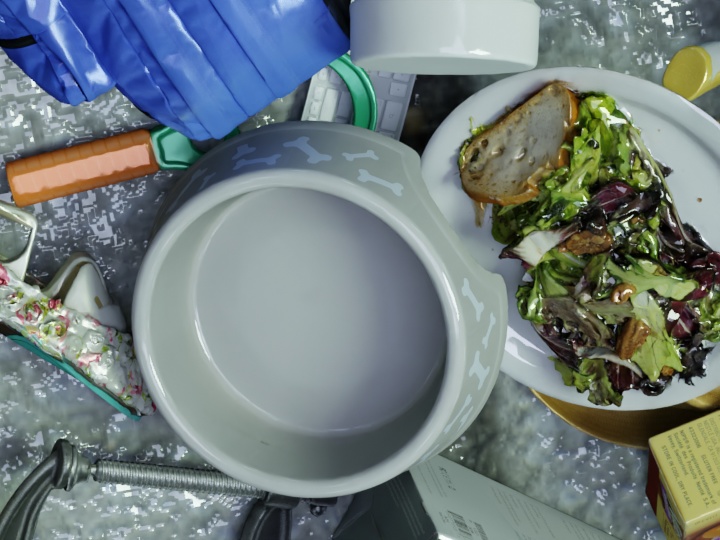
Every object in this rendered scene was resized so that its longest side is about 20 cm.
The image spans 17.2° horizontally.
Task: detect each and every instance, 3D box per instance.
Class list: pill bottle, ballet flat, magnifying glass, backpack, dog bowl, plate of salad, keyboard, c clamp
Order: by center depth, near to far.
[{"bbox_3d":[0.042,-0.196,1.126,0.114,0.114,0.200,1,89,-9],"label":"pill bottle"},{"bbox_3d":[-0.109,-0.161,1.172,0.168,0.163,0.200,-36,120,8],"label":"backpack"},{"bbox_3d":[0.116,-0.009,1.210,0.200,0.048,0.200,10,122,17],"label":"plate of salad"},{"bbox_3d":[-0.026,0.026,1.222,0.200,0.059,0.200,5,109,14],"label":"dog bowl"},{"bbox_3d":[-0.178,0.006,1.253,0.200,0.076,0.064,34,91,-18],"label":"ballet flat"},{"bbox_3d":[-0.089,-0.070,1.265,0.200,0.022,0.080,-15,106,-2],"label":"magnifying glass"},{"bbox_3d":[-0.009,-0.064,1.289,0.056,0.011,0.200,12,104,-12],"label":"keyboard"},{"bbox_3d":[-0.106,0.134,1.313,0.200,0.027,0.171,3,116,-22],"label":"c clamp"}]

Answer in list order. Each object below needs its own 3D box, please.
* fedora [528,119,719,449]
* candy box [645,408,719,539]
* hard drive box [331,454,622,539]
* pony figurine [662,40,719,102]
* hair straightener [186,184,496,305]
[{"bbox_3d":[0.170,0.014,1.300,0.200,0.082,0.201,-2,107,-8],"label":"fedora"},{"bbox_3d":[0.259,0.092,1.318,0.200,0.117,0.057,-21,70,-2],"label":"candy box"},{"bbox_3d":[0.097,0.185,1.301,0.200,0.156,0.077,26,101,-14],"label":"hard drive box"},{"bbox_3d":[0.255,-0.145,1.223,0.166,0.200,0.193,37,107,25],"label":"pony figurine"},{"bbox_3d":[0.000,0.000,1.278,0.200,0.041,0.077,-17,106,0],"label":"hair straightener"}]
